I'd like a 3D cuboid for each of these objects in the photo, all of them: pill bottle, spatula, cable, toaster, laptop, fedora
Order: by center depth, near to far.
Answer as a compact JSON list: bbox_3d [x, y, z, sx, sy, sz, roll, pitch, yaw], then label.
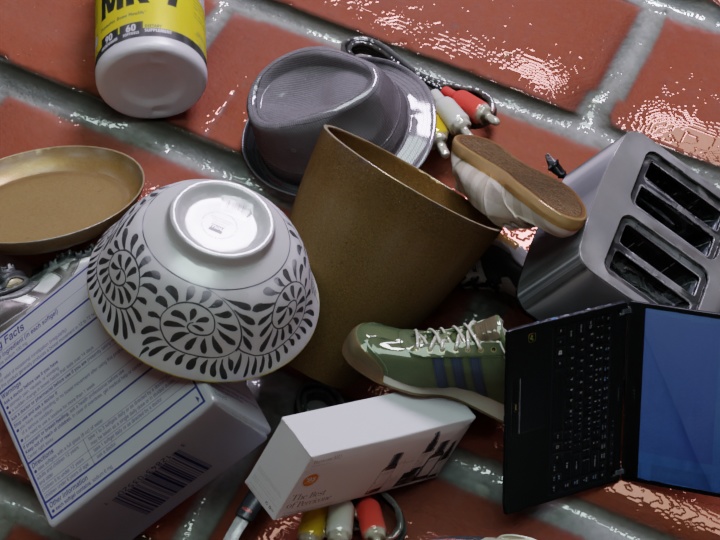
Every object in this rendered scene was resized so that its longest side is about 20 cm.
[{"bbox_3d":[0.231,0.126,1.620,0.200,0.177,0.103,-12,24,-28],"label":"laptop"},{"bbox_3d":[-0.109,0.231,1.635,0.056,0.021,0.200,25,66,17],"label":"spatula"},{"bbox_3d":[-0.011,0.175,1.671,0.097,0.050,0.200,-3,53,-3],"label":"cable"},{"bbox_3d":[0.250,-0.011,1.737,0.200,0.119,0.181,35,54,-11],"label":"toaster"},{"bbox_3d":[-0.032,-0.161,1.863,0.200,0.090,0.177,-1,59,19],"label":"fedora"},{"bbox_3d":[0.065,-0.194,1.938,0.097,0.050,0.200,-31,61,-21],"label":"cable"},{"bbox_3d":[-0.218,-0.266,1.953,0.114,0.114,0.200,-3,53,-5],"label":"pill bottle"}]

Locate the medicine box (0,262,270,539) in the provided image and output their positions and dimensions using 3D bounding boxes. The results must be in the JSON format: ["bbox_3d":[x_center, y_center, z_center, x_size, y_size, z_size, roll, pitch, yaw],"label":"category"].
[{"bbox_3d":[-0.208,0.105,1.636,0.182,0.103,0.200,-38,57,11],"label":"medicine box"}]

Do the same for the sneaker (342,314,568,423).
[{"bbox_3d":[0.092,0.068,1.641,0.200,0.090,0.067,20,34,-17],"label":"sneaker"}]

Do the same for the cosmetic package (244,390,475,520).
[{"bbox_3d":[0.003,0.154,1.616,0.200,0.083,0.051,-9,47,-44],"label":"cosmetic package"}]

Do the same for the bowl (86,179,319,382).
[{"bbox_3d":[-0.122,-0.013,1.570,0.201,0.094,0.201,9,48,-10],"label":"bowl"}]

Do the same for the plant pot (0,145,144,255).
[{"bbox_3d":[-0.305,-0.065,1.814,0.200,0.028,0.200,-6,30,3],"label":"plant pot"}]

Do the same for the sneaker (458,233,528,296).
[{"bbox_3d":[0.091,-0.004,1.808,0.200,0.076,0.088,28,75,19],"label":"sneaker"}]

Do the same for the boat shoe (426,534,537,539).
[{"bbox_3d":[0.132,0.258,1.608,0.200,0.063,0.071,9,55,6],"label":"boat shoe"}]

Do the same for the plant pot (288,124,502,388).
[{"bbox_3d":[0.000,0.000,1.711,0.186,0.186,0.200,33,100,21],"label":"plant pot"}]

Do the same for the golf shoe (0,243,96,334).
[{"bbox_3d":[-0.283,0.032,1.765,0.200,0.078,0.095,-17,86,-27],"label":"golf shoe"}]

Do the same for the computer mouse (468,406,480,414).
[{"bbox_3d":[0.053,0.072,1.767,0.059,0.034,0.200,-45,60,-11],"label":"computer mouse"}]

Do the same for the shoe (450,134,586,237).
[{"bbox_3d":[0.140,-0.067,1.709,0.070,0.053,0.200,7,20,-29],"label":"shoe"}]
